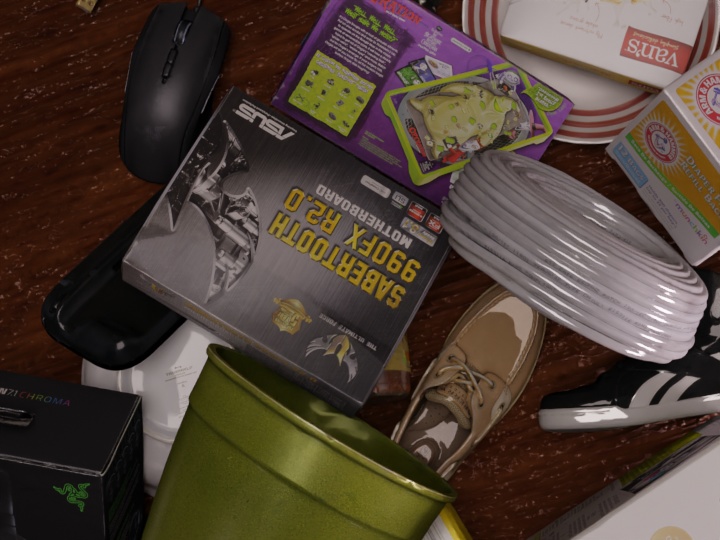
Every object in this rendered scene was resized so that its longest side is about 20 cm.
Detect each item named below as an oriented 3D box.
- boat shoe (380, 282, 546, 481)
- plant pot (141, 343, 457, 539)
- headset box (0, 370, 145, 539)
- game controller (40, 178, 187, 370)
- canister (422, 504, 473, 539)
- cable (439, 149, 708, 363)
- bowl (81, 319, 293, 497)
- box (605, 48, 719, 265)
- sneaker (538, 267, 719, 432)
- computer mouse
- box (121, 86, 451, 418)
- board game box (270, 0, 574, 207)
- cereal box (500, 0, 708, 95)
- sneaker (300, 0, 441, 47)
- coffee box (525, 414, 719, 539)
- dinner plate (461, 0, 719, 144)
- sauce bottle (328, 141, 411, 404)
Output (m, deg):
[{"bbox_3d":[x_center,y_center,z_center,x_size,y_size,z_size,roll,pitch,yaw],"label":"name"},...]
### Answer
[{"bbox_3d":[0.078,0.097,1.146,0.071,0.065,0.201,31,90,7],"label":"boat shoe"},{"bbox_3d":[-0.067,0.184,1.039,0.199,0.200,0.194,31,90,7],"label":"plant pot"},{"bbox_3d":[-0.252,0.170,1.116,0.172,0.093,0.202,10,125,6],"label":"headset box"},{"bbox_3d":[-0.146,-0.007,1.142,0.104,0.042,0.200,30,61,26],"label":"game controller"},{"bbox_3d":[0.013,0.279,1.133,0.199,0.087,0.149,-31,83,2],"label":"canister"},{"bbox_3d":[0.151,-0.011,1.050,0.200,0.199,0.070,43,109,43],"label":"cable"},{"bbox_3d":[-0.130,0.082,1.158,0.198,0.090,0.204,0,86,7],"label":"bowl"},{"bbox_3d":[0.291,-0.111,1.079,0.199,0.101,0.113,-35,83,-23],"label":"box"},{"bbox_3d":[0.224,0.056,1.135,0.197,0.073,0.113,-8,82,-2],"label":"sneaker"},{"bbox_3d":[-0.169,-0.179,1.200,0.139,0.046,0.202,21,89,6],"label":"computer mouse"},{"bbox_3d":[-0.049,-0.014,1.095,0.199,0.048,0.159,31,70,0],"label":"box"},{"bbox_3d":[0.046,-0.127,1.137,0.199,0.032,0.121,31,106,-11],"label":"board game box"},{"bbox_3d":[0.202,-0.246,1.143,0.142,0.040,0.202,18,88,7],"label":"cereal box"},{"bbox_3d":[0.022,-0.236,1.180,0.200,0.078,0.090,-49,56,7],"label":"sneaker"},{"bbox_3d":[0.233,0.237,1.052,0.197,0.200,0.201,-34,83,4],"label":"coffee box"},{"bbox_3d":[0.177,-0.197,1.174,0.197,0.024,0.203,0,87,7],"label":"dinner plate"},{"bbox_3d":[0.000,0.000,1.159,0.065,0.066,0.203,-6,80,6],"label":"sauce bottle"}]
